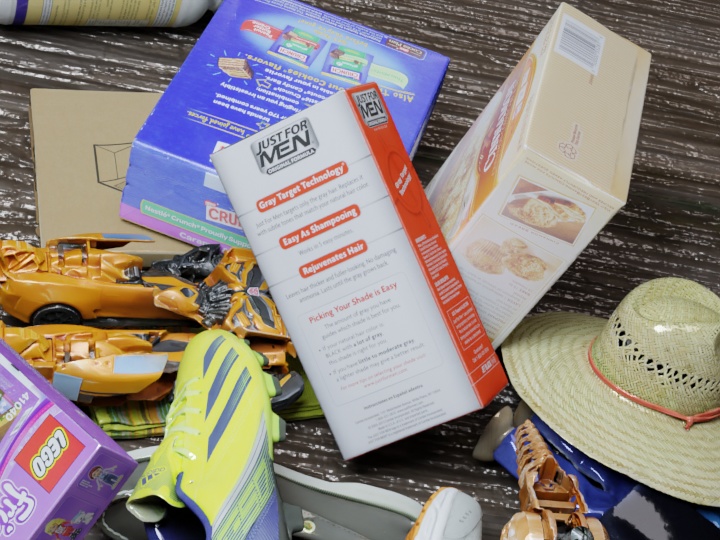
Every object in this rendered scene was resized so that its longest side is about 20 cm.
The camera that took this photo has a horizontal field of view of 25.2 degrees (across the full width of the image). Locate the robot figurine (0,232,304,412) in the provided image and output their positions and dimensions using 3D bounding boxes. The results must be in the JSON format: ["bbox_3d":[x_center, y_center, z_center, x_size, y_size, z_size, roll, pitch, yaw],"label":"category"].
[{"bbox_3d":[-0.125,0.030,0.981,0.198,0.059,0.146,0,47,-16],"label":"robot figurine"}]

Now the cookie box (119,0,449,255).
[{"bbox_3d":[-0.048,-0.093,1.102,0.170,0.076,0.201,21,44,4],"label":"cookie box"}]

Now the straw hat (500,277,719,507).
[{"bbox_3d":[0.197,0.053,1.018,0.199,0.086,0.202,19,28,-11],"label":"straw hat"}]

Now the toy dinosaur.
[{"bbox_3d":[0.107,0.172,0.878,0.101,0.136,0.201,21,45,6],"label":"toy dinosaur"}]

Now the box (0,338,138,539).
[{"bbox_3d":[-0.213,0.127,0.747,0.137,0.039,0.201,36,87,30],"label":"box"}]

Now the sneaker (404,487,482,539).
[{"bbox_3d":[0.047,0.202,0.812,0.091,0.076,0.201,21,46,-2],"label":"sneaker"}]

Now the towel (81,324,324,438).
[{"bbox_3d":[-0.077,0.060,1.019,0.198,0.018,0.087,-4,49,-20],"label":"towel"}]

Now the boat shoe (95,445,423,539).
[{"bbox_3d":[-0.055,0.149,0.899,0.200,0.072,0.061,12,39,-10],"label":"boat shoe"}]

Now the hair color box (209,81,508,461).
[{"bbox_3d":[0.000,0.000,0.963,0.202,0.101,0.061,66,24,-3],"label":"hair color box"}]

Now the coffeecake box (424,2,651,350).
[{"bbox_3d":[0.097,-0.045,1.035,0.073,0.200,0.154,28,43,-9],"label":"coffeecake box"}]

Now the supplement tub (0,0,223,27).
[{"bbox_3d":[-0.185,-0.256,1.204,0.198,0.146,0.146,-2,47,-18],"label":"supplement tub"}]

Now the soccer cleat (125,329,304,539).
[{"bbox_3d":[-0.081,0.099,0.832,0.083,0.065,0.201,3,39,-17],"label":"soccer cleat"}]

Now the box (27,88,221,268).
[{"bbox_3d":[-0.128,-0.066,1.123,0.198,0.021,0.164,0,47,-16],"label":"box"}]

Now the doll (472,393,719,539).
[{"bbox_3d":[0.170,0.148,0.982,0.200,0.049,0.136,39,42,21],"label":"doll"}]
